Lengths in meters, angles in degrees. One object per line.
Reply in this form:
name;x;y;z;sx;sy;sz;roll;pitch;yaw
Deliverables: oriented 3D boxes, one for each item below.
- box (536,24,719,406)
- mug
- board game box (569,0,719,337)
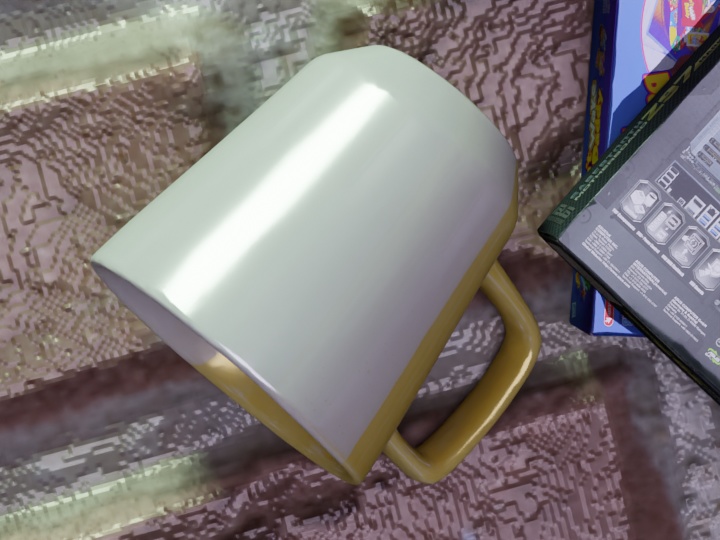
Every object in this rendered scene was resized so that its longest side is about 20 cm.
box;0.202;-0.007;1.037;0.200;0.051;0.158;42;89;-9
mug;-0.007;-0.006;1.031;0.149;0.187;0.153;35;80;23
board game box;0.172;-0.068;1.076;0.134;0.045;0.200;4;95;-8
